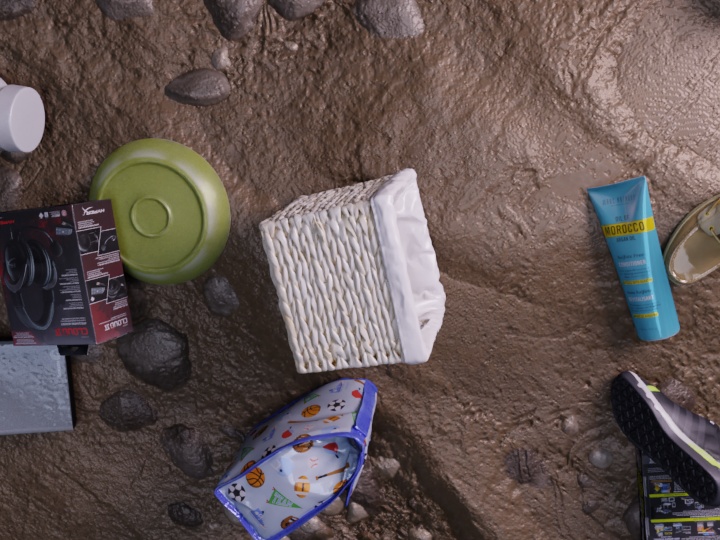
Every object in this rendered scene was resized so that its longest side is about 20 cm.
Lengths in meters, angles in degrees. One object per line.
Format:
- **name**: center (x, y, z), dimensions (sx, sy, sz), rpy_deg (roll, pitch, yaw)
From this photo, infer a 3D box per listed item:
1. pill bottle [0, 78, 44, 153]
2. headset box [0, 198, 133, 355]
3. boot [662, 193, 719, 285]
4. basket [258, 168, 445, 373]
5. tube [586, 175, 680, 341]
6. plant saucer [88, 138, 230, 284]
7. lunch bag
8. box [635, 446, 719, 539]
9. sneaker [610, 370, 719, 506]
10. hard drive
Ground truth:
- **pill bottle**: center (-0.517, -0.202, 1.018), dimensions (0.200, 0.112, 0.112), rpy_deg (7, 105, 7)
- **headset box**: center (-0.392, 0.014, 1.049), dimensions (0.149, 0.077, 0.200), rpy_deg (-3, 99, 25)
- **boot**: center (0.436, -0.045, 0.896), dimensions (0.200, 0.155, 0.073), rpy_deg (-43, 95, 16)
- **basket**: center (0.000, 0.000, 0.953), dimensions (0.161, 0.198, 0.200), rpy_deg (-11, 103, 15)
- **tube**: center (0.339, -0.014, 0.973), dimensions (0.077, 0.050, 0.200), rpy_deg (-11, 104, 42)
- **plant saucer**: center (-0.273, -0.073, 1.058), dimensions (0.200, 0.031, 0.200), rpy_deg (2, 105, 8)
- **lunch bag**: center (-0.063, 0.236, 1.034), dimensions (0.200, 0.170, 0.124), rpy_deg (-38, 99, 15)
- **box**: center (0.467, 0.291, 1.037), dimensions (0.200, 0.044, 0.160), rpy_deg (-6, 104, 10)
- **sneaker**: center (0.399, 0.205, 0.995), dimensions (0.200, 0.083, 0.072), rpy_deg (54, 145, 30)
- **hard drive**: center (-0.511, 0.164, 1.126), dimensions (0.200, 0.033, 0.140), rpy_deg (-3, 104, -8)
